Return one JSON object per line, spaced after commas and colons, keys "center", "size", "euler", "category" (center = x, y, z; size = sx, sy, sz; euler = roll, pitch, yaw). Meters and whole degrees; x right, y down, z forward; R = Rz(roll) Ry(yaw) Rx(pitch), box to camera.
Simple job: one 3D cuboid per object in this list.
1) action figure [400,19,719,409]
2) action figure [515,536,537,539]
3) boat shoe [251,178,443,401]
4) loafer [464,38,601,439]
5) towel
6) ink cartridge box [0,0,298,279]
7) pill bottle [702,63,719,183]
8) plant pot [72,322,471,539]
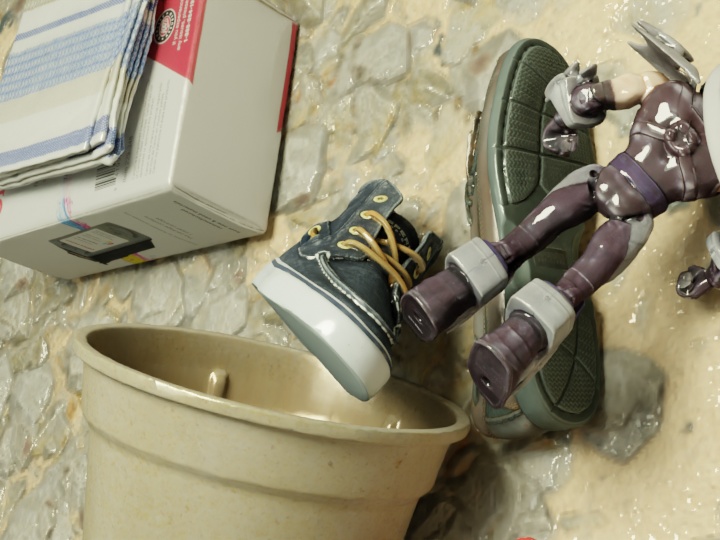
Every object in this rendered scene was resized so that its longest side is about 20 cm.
{"center": [0.112, -0.028, 0.800], "size": [0.200, 0.070, 0.130], "euler": [-39, 67, -11], "category": "action figure"}
{"center": [0.077, 0.214, 0.789], "size": [0.065, 0.052, 0.202], "euler": [-20, 55, 33], "category": "action figure"}
{"center": [0.000, 0.000, 0.881], "size": [0.091, 0.071, 0.200], "euler": [-42, 12, -3], "category": "boat shoe"}
{"center": [0.074, -0.016, 0.875], "size": [0.063, 0.071, 0.202], "euler": [-23, 60, 45], "category": "loafer"}
{"center": [-0.169, -0.147, 1.090], "size": [0.146, 0.024, 0.202], "euler": [-10, 61, 46], "category": "towel"}
{"center": [-0.142, -0.086, 1.111], "size": [0.199, 0.085, 0.149], "euler": [-12, 63, 44], "category": "ink cartridge box"}
{"center": [0.244, -0.077, 0.689], "size": [0.199, 0.114, 0.115], "euler": [-30, 54, 34], "category": "pill bottle"}
{"center": [-0.061, 0.140, 0.877], "size": [0.200, 0.199, 0.185], "euler": [18, 98, 48], "category": "plant pot"}
